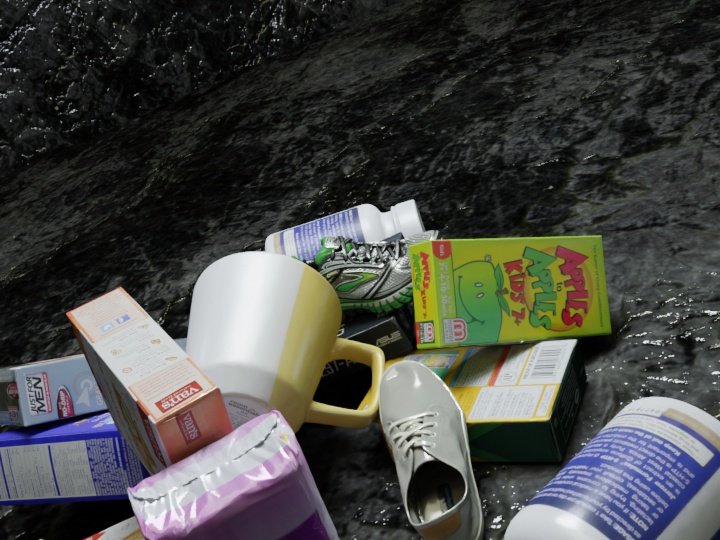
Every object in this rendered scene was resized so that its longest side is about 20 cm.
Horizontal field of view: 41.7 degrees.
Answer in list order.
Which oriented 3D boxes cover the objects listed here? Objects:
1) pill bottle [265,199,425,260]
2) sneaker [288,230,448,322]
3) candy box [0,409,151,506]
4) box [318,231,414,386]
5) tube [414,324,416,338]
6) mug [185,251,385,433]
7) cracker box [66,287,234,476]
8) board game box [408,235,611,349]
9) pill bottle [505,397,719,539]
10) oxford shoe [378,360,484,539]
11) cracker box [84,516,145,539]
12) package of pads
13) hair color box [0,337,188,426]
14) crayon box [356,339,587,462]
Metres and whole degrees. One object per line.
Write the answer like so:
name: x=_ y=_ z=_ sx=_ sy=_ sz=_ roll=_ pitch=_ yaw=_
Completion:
pill bottle: x=-0.012 y=-0.019 z=1.226 sx=0.200 sy=0.120 sz=0.120 roll=-18 pitch=24 yaw=7
sneaker: x=0.000 y=0.000 z=0.983 sx=0.200 sy=0.085 sz=0.078 roll=-20 pitch=26 yaw=25
candy box: x=-0.253 y=0.182 z=0.979 sx=0.200 sy=0.077 sz=0.169 roll=-8 pitch=2 yaw=23
box: x=-0.017 y=0.048 z=1.072 sx=0.160 sy=0.044 sz=0.200 roll=-24 pitch=24 yaw=18
tube: x=-0.025 y=0.079 z=1.131 sx=0.200 sy=0.050 sz=0.077 roll=-17 pitch=13 yaw=21
mug: x=-0.083 y=0.083 z=0.884 sx=0.186 sy=0.150 sz=0.153 roll=-9 pitch=38 yaw=15
cracker box: x=-0.162 y=0.114 z=0.767 sx=0.058 sy=0.134 sz=0.200 roll=-28 pitch=34 yaw=-23
board game box: x=0.150 y=0.020 z=0.935 sx=0.200 sy=0.102 sz=0.048 roll=-2 pitch=-6 yaw=-24
pill bottle: x=0.168 y=0.187 z=0.630 sx=0.200 sy=0.120 sz=0.120 roll=-34 pitch=27 yaw=-29
oxford shoe: x=0.056 y=0.150 z=0.814 sx=0.075 sy=0.058 sz=0.200 roll=-28 pitch=43 yaw=13
cracker box: x=-0.146 y=0.237 z=0.815 sx=0.200 sy=0.058 sz=0.134 roll=-25 pitch=8 yaw=-8
package of pads: x=-0.074 y=0.210 z=0.689 sx=0.120 sy=0.200 sz=0.076 roll=-26 pitch=32 yaw=-11
hair color box: x=-0.280 y=0.116 z=1.007 sx=0.200 sy=0.061 sz=0.099 roll=-9 pitch=-1 yaw=-38
crayon box: x=0.106 y=0.126 z=0.911 sx=0.200 sy=0.052 sz=0.126 roll=-6 pitch=28 yaw=29
